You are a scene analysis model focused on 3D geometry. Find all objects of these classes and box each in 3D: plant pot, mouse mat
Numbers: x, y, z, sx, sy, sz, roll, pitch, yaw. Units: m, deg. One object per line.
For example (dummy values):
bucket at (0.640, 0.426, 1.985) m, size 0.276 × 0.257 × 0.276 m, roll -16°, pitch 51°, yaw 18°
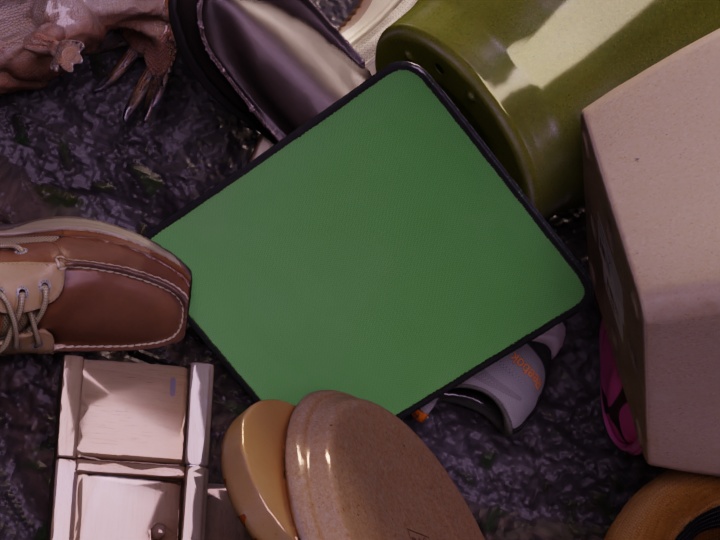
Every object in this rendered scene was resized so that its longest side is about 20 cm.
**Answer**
plant pot at (0.209, -0.007, 1.341) m, size 0.177 × 0.200 × 0.200 m, roll -12°, pitch 51°, yaw -1°
plant pot at (0.119, -0.122, 1.434) m, size 0.193 × 0.200 × 0.200 m, roll -36°, pitch 82°, yaw -20°
mouse mat at (0.000, 0.000, 1.392) m, size 0.161 × 0.200 × 0.008 m, roll 51°, pitch 29°, yaw -12°

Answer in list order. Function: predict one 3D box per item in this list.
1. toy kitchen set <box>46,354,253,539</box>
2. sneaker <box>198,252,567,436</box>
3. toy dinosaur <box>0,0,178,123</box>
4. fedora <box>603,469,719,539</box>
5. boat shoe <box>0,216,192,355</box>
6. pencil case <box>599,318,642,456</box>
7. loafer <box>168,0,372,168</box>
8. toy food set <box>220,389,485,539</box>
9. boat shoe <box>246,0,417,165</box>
toy kitchen set at (-0.070, 0.133, 1.341) m, size 0.163 × 0.180 × 0.201 m, roll 5°, pitch 72°, yaw -9°
sneaker at (0.009, 0.033, 1.442) m, size 0.200 × 0.074 × 0.080 m, roll 15°, pitch 77°, yaw -4°
toy dinosaur at (-0.174, -0.124, 1.451) m, size 0.200 × 0.136 × 0.086 m, roll -5°, pitch 77°, yaw 21°
fedora at (0.209, 0.186, 1.350) m, size 0.200 × 0.082 × 0.201 m, roll 3°, pitch 53°, yaw -4°
boat shoe at (-0.189, 0.016, 1.399) m, size 0.199 × 0.076 × 0.074 m, roll 7°, pitch 29°, yaw 2°
pencil case at (0.228, 0.039, 1.469) m, size 0.200 × 0.091 × 0.094 m, roll -11°, pitch 106°, yaw -13°
loafer at (-0.017, -0.090, 1.400) m, size 0.200 × 0.071 × 0.073 m, roll 47°, pitch 74°, yaw -21°
toy food set at (0.013, 0.152, 1.354) m, size 0.049 × 0.200 × 0.198 m, roll -29°, pitch 77°, yaw 20°
boat shoe at (0.003, -0.096, 1.482) m, size 0.065 × 0.072 × 0.200 m, roll 35°, pitch 65°, yaw 4°
